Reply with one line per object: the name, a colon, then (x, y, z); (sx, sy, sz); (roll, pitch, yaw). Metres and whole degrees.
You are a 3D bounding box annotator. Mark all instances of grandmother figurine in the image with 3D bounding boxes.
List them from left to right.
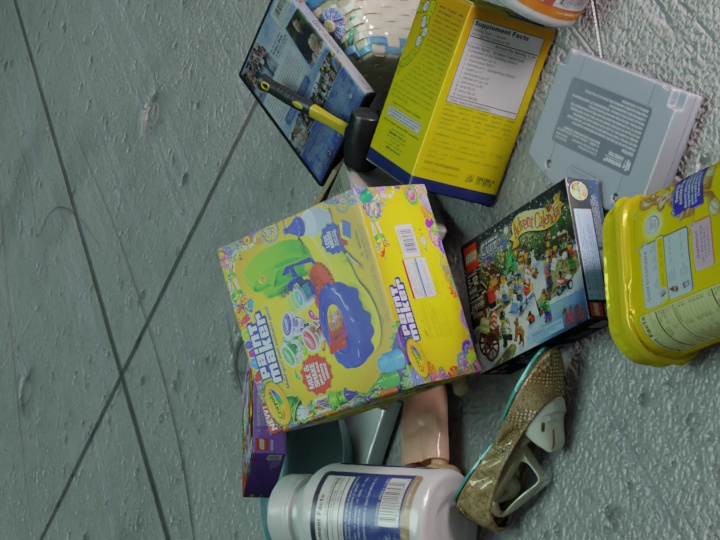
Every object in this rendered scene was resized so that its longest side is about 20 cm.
grandmother figurine: (0.067, 0.124, 1.728); (0.121, 0.061, 0.200); (-10, 65, 30)

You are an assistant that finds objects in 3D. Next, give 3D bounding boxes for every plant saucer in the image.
plant saucer: (-0.059, 0.239, 1.877); (0.200, 0.027, 0.200); (-31, 53, 53)

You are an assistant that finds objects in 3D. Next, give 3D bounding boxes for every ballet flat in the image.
ballet flat: (0.159, 0.166, 1.559); (0.065, 0.071, 0.200); (39, 119, 28)

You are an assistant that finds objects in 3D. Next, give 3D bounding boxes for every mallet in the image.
mallet: (-0.046, -0.184, 1.819); (0.200, 0.041, 0.066); (40, 127, 34)

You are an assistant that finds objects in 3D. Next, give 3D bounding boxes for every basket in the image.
basket: (-0.005, -0.312, 1.921); (0.176, 0.139, 0.200); (-37, 58, 49)

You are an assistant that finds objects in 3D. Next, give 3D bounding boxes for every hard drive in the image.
hard drive: (-0.019, 0.217, 1.869); (0.132, 0.027, 0.200); (35, 111, 59)

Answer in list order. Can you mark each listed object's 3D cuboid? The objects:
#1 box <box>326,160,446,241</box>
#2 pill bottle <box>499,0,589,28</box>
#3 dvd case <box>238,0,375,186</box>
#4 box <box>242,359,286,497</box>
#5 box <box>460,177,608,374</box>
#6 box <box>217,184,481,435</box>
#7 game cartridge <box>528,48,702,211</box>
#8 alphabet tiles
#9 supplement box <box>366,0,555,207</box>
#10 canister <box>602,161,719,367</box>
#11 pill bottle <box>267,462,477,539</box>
box: (0.000, 0.000, 1.806); (0.128, 0.109, 0.200); (-104, 35, -63)
pill bottle: (0.209, -0.346, 1.591); (0.200, 0.112, 0.112); (-60, 34, 29)
dvd case: (-0.065, -0.214, 1.883); (0.200, 0.018, 0.143); (54, 135, 29)
box: (-0.110, 0.167, 1.849); (0.200, 0.039, 0.137); (108, 162, -67)
box: (0.168, 0.010, 1.570); (0.200, 0.038, 0.137); (-36, 58, 58)
box: (-0.013, 0.040, 1.644); (0.193, 0.122, 0.200); (-23, 80, 37)
game cartridge: (0.235, -0.126, 1.544); (0.200, 0.040, 0.133); (38, 109, 58)
alphabet tiles: (-0.030, -0.095, 1.917); (0.200, 0.008, 0.167); (-59, -4, 31)
supplement box: (0.103, -0.184, 1.718); (0.110, 0.109, 0.200); (40, 114, 57)
canister: (0.298, -0.016, 1.345); (0.200, 0.087, 0.149); (-28, 56, 52)
pill bottle: (0.008, 0.252, 1.655); (0.200, 0.111, 0.111); (-2, 77, 35)
